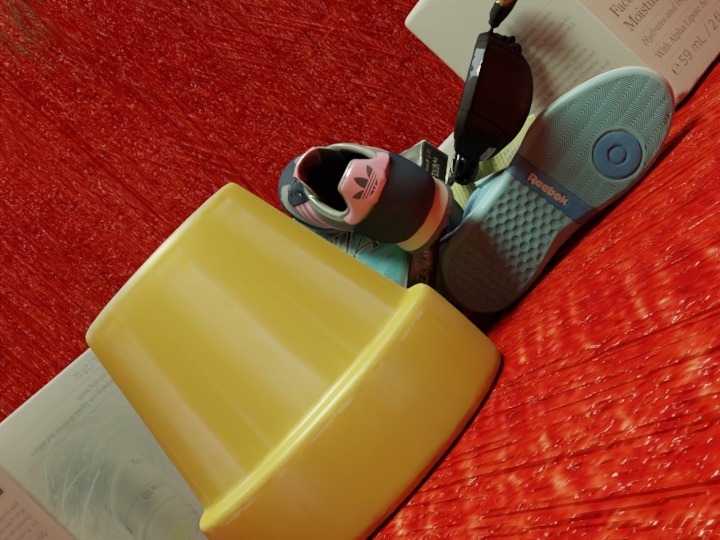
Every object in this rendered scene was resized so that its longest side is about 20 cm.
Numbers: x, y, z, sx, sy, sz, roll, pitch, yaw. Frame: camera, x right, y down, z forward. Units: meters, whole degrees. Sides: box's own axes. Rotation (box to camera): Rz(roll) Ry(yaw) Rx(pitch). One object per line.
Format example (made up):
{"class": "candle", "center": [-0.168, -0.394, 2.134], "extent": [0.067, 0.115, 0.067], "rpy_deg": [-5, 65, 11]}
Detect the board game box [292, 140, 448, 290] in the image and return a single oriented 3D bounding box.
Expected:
{"class": "board game box", "center": [-0.018, 0.003, 0.930], "extent": [0.200, 0.028, 0.135], "rpy_deg": [-28, 44, 43]}

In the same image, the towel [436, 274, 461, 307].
{"class": "towel", "center": [-0.008, 0.040, 1.078], "extent": [0.200, 0.144, 0.023], "rpy_deg": [-47, -31, -10]}

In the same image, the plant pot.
{"class": "plant pot", "center": [-0.050, 0.057, 0.759], "extent": [0.201, 0.189, 0.201], "rpy_deg": [-46, 3, 3]}

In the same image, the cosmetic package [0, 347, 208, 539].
{"class": "cosmetic package", "center": [-0.188, 0.184, 0.934], "extent": [0.123, 0.200, 0.199], "rpy_deg": [-43, 4, 24]}

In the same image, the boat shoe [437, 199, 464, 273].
{"class": "boat shoe", "center": [0.000, 0.000, 1.001], "extent": [0.200, 0.068, 0.072], "rpy_deg": [-34, 5, 31]}

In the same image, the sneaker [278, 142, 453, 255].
{"class": "sneaker", "center": [-0.019, -0.065, 0.876], "extent": [0.200, 0.082, 0.070], "rpy_deg": [13, 79, 59]}

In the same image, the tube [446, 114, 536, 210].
{"class": "tube", "center": [0.073, -0.049, 1.013], "extent": [0.200, 0.058, 0.052], "rpy_deg": [-25, 47, 36]}

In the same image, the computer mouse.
{"class": "computer mouse", "center": [0.100, -0.137, 0.889], "extent": [0.200, 0.046, 0.141], "rpy_deg": [80, -154, -81]}

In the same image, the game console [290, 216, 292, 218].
{"class": "game console", "center": [-0.071, 0.063, 1.268], "extent": [0.031, 0.177, 0.200], "rpy_deg": [-10, 29, 43]}

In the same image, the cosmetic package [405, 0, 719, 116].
{"class": "cosmetic package", "center": [0.179, -0.215, 1.020], "extent": [0.165, 0.200, 0.165], "rpy_deg": [-49, 3, -28]}

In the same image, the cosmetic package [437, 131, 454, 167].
{"class": "cosmetic package", "center": [0.121, -0.095, 1.255], "extent": [0.200, 0.101, 0.071], "rpy_deg": [-47, 3, 26]}

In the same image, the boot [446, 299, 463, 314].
{"class": "boot", "center": [-0.012, 0.095, 0.915], "extent": [0.200, 0.072, 0.144], "rpy_deg": [-44, 3, -13]}

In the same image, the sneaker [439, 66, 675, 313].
{"class": "sneaker", "center": [0.133, -0.067, 0.890], "extent": [0.200, 0.080, 0.131], "rpy_deg": [-45, 4, 16]}
